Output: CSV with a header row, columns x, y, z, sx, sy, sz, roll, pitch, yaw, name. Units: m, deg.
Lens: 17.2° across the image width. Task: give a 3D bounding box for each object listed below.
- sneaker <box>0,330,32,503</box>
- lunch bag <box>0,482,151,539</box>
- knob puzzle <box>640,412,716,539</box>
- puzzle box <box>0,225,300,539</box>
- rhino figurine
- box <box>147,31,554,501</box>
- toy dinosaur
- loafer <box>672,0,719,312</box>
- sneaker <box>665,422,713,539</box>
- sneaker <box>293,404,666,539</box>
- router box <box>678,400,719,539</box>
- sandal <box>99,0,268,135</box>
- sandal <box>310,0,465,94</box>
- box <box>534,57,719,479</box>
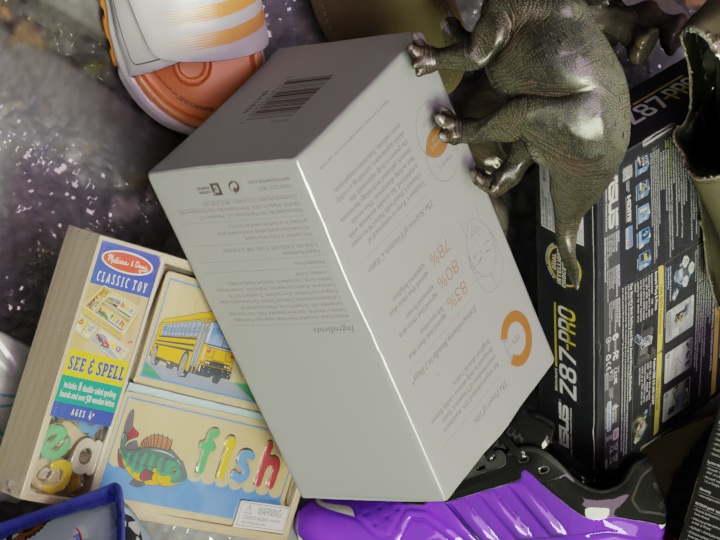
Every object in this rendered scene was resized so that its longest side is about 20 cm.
x,y,z,sx,sy,sz,roll,pitch,yaw,name
-0.215,0.044,1.147,0.200,0.070,0.080,38,79,-26,sneaker
-0.171,0.214,1.144,0.200,0.124,0.170,-22,127,8,lunch bag
0.196,0.181,1.396,0.219,0.030,0.220,2,85,-19,knob puzzle
-0.089,0.062,1.199,0.200,0.025,0.133,17,89,-50,puzzle box
0.088,-0.076,1.282,0.200,0.087,0.060,-57,155,-8,rhino figurine
0.000,0.000,1.192,0.124,0.097,0.200,-47,123,-42,box
0.089,-0.089,1.151,0.077,0.102,0.200,-10,88,-63,toy dinosaur
0.188,-0.056,1.211,0.070,0.075,0.200,-21,119,-26,loafer
0.262,0.096,1.379,0.200,0.070,0.082,-46,127,-8,sneaker
0.066,0.118,1.267,0.200,0.070,0.100,5,101,3,sneaker
0.250,0.150,1.301,0.200,0.052,0.158,13,94,-48,router box
-0.095,-0.162,1.185,0.079,0.059,0.207,-24,108,-22,sandal
-0.002,-0.180,1.223,0.212,0.078,0.070,47,43,-40,sandal
0.164,-0.007,1.292,0.161,0.049,0.200,-29,130,-33,box
